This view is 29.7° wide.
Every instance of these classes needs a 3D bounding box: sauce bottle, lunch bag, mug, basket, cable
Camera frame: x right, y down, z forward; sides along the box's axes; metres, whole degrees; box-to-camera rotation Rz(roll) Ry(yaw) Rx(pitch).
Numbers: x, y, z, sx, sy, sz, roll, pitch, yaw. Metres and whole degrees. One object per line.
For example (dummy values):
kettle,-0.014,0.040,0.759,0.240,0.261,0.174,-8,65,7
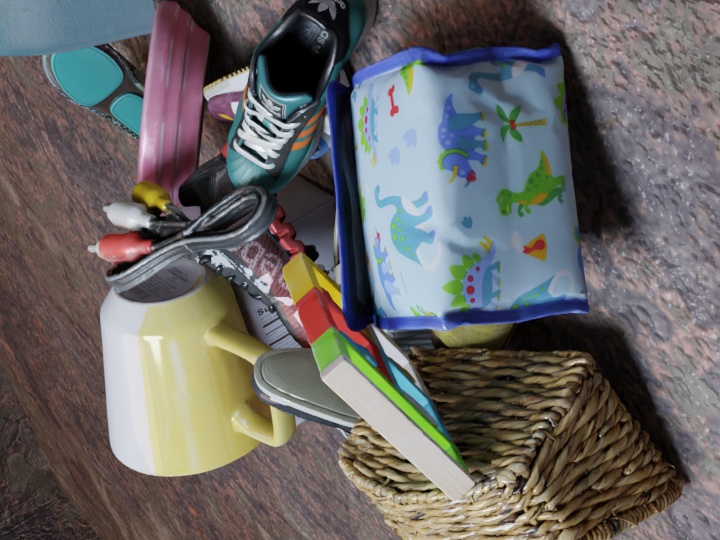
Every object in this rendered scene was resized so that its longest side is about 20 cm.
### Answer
sauce bottle,0.086,0.035,1.021,0.065,0.065,0.200,50,155,18
lunch bag,0.044,-0.048,0.875,0.200,0.127,0.170,178,88,-69
mug,-0.141,0.072,1.177,0.149,0.186,0.153,-74,-21,-59
basket,0.101,0.153,0.968,0.200,0.143,0.149,-2,134,51
cable,-0.149,-0.031,1.058,0.050,0.097,0.200,42,155,-29

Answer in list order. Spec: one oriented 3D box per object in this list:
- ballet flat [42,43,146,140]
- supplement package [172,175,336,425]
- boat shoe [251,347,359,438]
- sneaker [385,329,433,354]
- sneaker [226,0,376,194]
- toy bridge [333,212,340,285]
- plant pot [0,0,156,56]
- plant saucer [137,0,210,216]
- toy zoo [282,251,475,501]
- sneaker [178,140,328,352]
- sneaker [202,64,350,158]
ballet flat,-0.259,-0.194,1.369,0.074,0.074,0.200,42,178,34
supplement package,-0.077,0.021,1.270,0.121,0.120,0.200,31,145,49
boat shoe,0.002,0.117,1.095,0.072,0.200,0.068,-93,26,-45
sneaker,0.022,0.051,1.171,0.114,0.073,0.201,45,155,36
sneaker,-0.059,-0.127,0.989,0.071,0.080,0.200,33,125,6
toy bridge,0.000,0.000,1.083,0.067,0.027,0.200,150,116,-66
plant pot,-0.328,-0.304,1.235,0.196,0.200,0.196,43,150,44
plant saucer,-0.168,-0.142,1.234,0.201,0.051,0.201,-173,90,-84
toy zoo,0.006,0.061,0.919,0.131,0.020,0.200,45,-172,-26
sneaker,-0.085,-0.008,1.120,0.201,0.098,0.071,62,178,4
sneaker,-0.068,-0.129,1.117,0.200,0.075,0.090,-6,108,67
